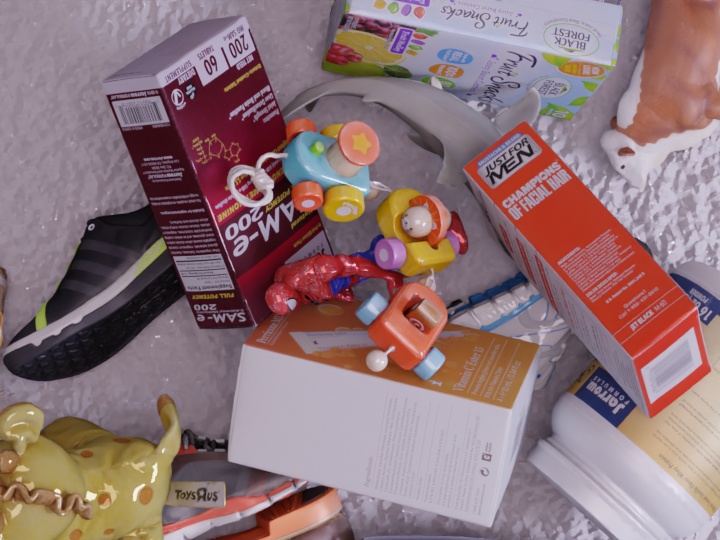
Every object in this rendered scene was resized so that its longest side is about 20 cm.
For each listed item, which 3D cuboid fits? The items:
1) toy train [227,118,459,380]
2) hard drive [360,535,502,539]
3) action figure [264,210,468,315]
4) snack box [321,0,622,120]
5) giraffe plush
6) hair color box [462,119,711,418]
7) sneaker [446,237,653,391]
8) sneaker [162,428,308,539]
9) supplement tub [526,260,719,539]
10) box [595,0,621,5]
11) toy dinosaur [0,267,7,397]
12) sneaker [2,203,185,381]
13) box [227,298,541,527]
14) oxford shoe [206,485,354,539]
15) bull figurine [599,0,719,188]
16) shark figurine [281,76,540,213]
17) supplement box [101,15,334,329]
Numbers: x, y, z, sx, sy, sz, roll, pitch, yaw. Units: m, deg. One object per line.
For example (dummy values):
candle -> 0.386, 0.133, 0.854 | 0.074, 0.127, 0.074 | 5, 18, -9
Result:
toy train -> 0.008, -0.027, 1.537 | 0.200, 0.150, 0.056 | 46, 131, -2
hard drive -> 0.085, 0.269, 1.671 | 0.199, 0.042, 0.135 | 7, 91, -15
action figure -> 0.000, 0.000, 1.601 | 0.200, 0.065, 0.052 | -15, 92, -48
snack box -> 0.079, -0.171, 1.621 | 0.199, 0.142, 0.053 | 11, 78, -6
giraffe plush -> -0.222, 0.167, 1.554 | 0.200, 0.162, 0.173 | -25, 66, 36
hair color box -> 0.163, -0.001, 1.567 | 0.064, 0.111, 0.200 | -38, 61, -5
sneaker -> 0.138, 0.042, 1.676 | 0.200, 0.075, 0.087 | -26, 100, 4
sneaker -> -0.110, 0.151, 1.649 | 0.199, 0.077, 0.082 | -24, 87, -5
supplement tub -> 0.234, 0.108, 1.643 | 0.144, 0.144, 0.200 | 42, 87, -5
box -> 0.114, -0.281, 1.639 | 0.199, 0.115, 0.133 | 23, 90, -4
toy dinosaur -> -0.297, 0.088, 1.625 | 0.060, 0.106, 0.200 | 27, 82, -7
sneaker -> -0.191, 0.004, 1.653 | 0.200, 0.072, 0.083 | -35, 65, -2
box -> 0.019, 0.096, 1.598 | 0.199, 0.124, 0.098 | 13, 113, 9
oxford shoe -> -0.096, 0.236, 1.654 | 0.199, 0.071, 0.073 | -25, 98, -5
bull figurine -> 0.258, -0.155, 1.681 | 0.121, 0.065, 0.201 | 12, 92, -9
shark figurine -> 0.045, -0.096, 1.623 | 0.214, 0.128, 0.090 | 26, 45, -10
supplement box -> -0.100, -0.070, 1.584 | 0.109, 0.061, 0.201 | -41, 119, -44
